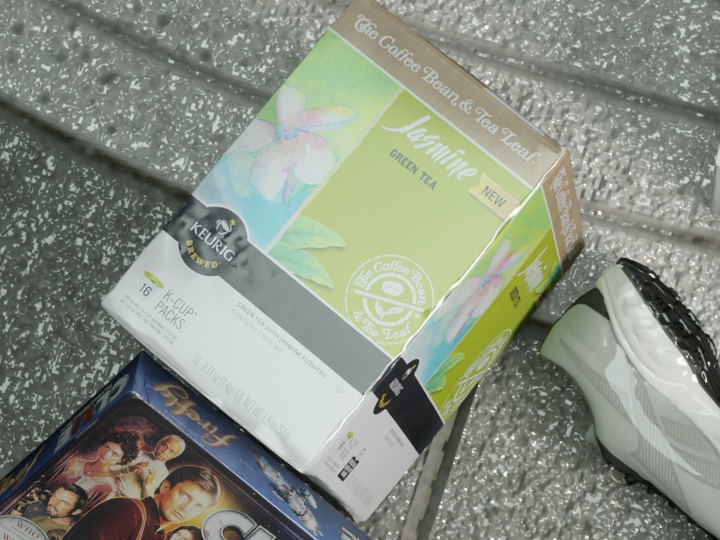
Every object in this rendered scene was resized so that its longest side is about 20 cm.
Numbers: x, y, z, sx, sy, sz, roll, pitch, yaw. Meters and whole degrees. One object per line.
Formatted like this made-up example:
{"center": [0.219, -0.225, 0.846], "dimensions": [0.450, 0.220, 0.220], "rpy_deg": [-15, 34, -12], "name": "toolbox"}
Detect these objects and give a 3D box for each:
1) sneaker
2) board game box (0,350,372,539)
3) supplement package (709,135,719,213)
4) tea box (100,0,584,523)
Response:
{"center": [0.166, 0.094, 1.260], "dimensions": [0.079, 0.074, 0.201], "rpy_deg": [-38, 76, 19], "name": "sneaker"}
{"center": [-0.077, 0.147, 1.213], "dimensions": [0.200, 0.035, 0.135], "rpy_deg": [40, 117, -17], "name": "board game box"}
{"center": [0.290, -0.093, 1.254], "dimensions": [0.198, 0.111, 0.157], "rpy_deg": [12, 80, 10], "name": "supplement package"}
{"center": [0.000, 0.000, 1.225], "dimensions": [0.133, 0.200, 0.197], "rpy_deg": [37, 86, 13], "name": "tea box"}
